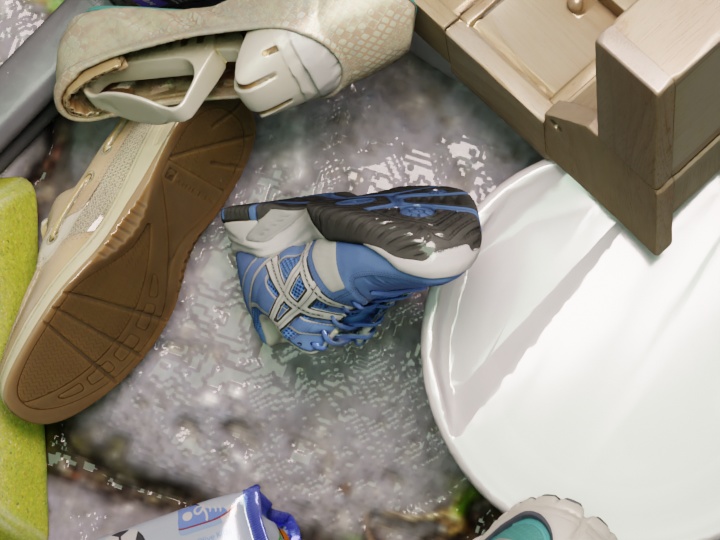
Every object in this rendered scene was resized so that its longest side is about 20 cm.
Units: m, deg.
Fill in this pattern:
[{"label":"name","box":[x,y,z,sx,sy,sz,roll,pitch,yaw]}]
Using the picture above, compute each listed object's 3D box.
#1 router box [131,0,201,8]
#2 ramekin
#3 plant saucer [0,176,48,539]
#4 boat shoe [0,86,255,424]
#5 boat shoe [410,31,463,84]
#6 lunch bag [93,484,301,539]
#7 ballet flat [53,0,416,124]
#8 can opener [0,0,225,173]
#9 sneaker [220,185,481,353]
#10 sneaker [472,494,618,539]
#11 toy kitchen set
[{"label":"router box","box":[-0.049,-0.240,1.168,0.157,0.052,0.201,-7,70,33]},{"label":"ramekin","box":[0.131,0.042,1.178,0.202,0.094,0.203,0,83,4]},{"label":"plant saucer","box":[-0.269,0.051,1.229,0.199,0.048,0.201,-4,82,4]},{"label":"boat shoe","box":[-0.131,-0.014,1.224,0.065,0.072,0.200,27,85,46]},{"label":"boat shoe","box":[0.005,-0.179,1.226,0.200,0.071,0.064,44,89,9]},{"label":"lunch bag","box":[-0.089,0.231,1.155,0.170,0.124,0.201,-21,72,6]},{"label":"ballet flat","box":[-0.063,-0.099,1.159,0.199,0.067,0.062,-3,54,28]},{"label":"can opener","box":[-0.129,-0.117,1.237,0.067,0.053,0.200,44,89,9]},{"label":"sneaker","box":[0.000,0.000,1.160,0.076,0.200,0.077,-9,94,-27]},{"label":"sneaker","box":[0.047,0.182,1.133,0.077,0.200,0.080,37,43,2]},{"label":"toy kitchen set","box":[0.124,-0.155,1.086,0.163,0.181,0.200,-42,70,-10]}]
